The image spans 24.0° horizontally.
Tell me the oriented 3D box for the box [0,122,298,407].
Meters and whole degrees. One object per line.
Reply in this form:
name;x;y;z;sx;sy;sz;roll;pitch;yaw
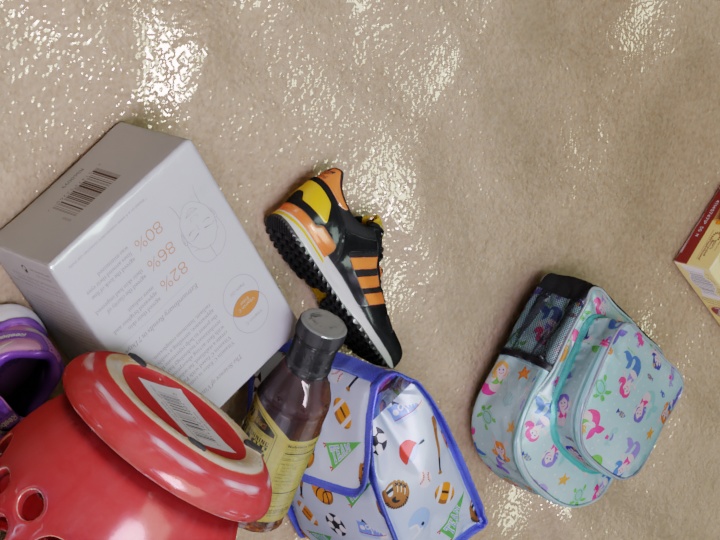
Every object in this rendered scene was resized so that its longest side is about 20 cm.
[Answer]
box;-0.167;0.013;1.336;0.152;0.106;0.201;-44;125;-23

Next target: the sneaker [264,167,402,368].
sneaker;0.000;0.000;1.496;0.090;0.070;0.201;-46;124;-17

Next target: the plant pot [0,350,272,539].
plant pot;-0.178;0.171;1.211;0.199;0.200;0.183;27;102;-40

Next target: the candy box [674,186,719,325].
candy box;0.435;0.008;1.871;0.116;0.055;0.200;-54;129;-15

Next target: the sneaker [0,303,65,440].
sneaker;-0.294;0.117;1.271;0.201;0.088;0.081;-52;129;-15

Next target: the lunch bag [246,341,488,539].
lunch bag;-0.006;0.156;1.469;0.124;0.169;0.202;-40;125;-31

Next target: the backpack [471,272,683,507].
backpack;0.209;0.129;1.663;0.177;0.150;0.201;42;79;-40

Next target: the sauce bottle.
sauce bottle;-0.062;0.122;1.385;0.065;0.066;0.202;-3;125;-39
